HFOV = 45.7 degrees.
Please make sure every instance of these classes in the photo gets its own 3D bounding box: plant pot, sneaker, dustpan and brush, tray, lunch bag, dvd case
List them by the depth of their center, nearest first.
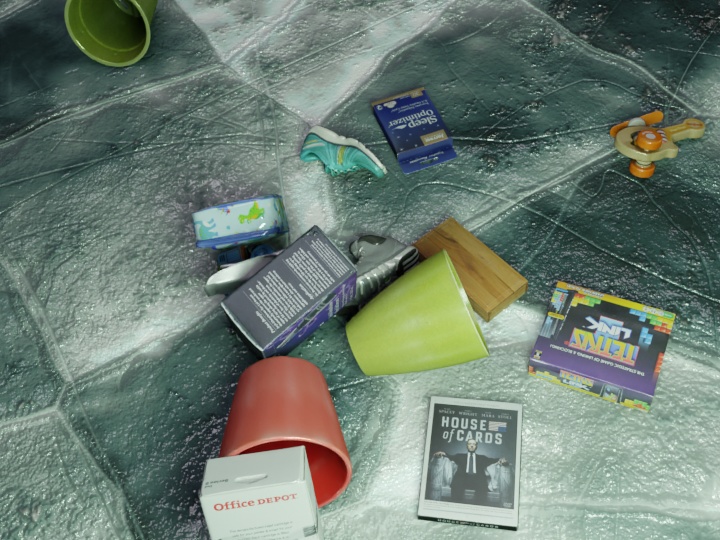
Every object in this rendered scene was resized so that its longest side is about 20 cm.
[{"bbox_3d":[-0.117,0.242,1.293,0.198,0.201,0.178,-8,42,1],"label":"plant pot"},{"bbox_3d":[0.171,0.291,1.310,0.149,0.025,0.201,4,55,9],"label":"dvd case"},{"bbox_3d":[0.084,0.091,1.393,0.199,0.187,0.188,-24,52,8],"label":"plant pot"},{"bbox_3d":[-0.163,-0.007,1.419,0.198,0.140,0.058,-10,82,-8],"label":"dustpan and brush"},{"bbox_3d":[0.193,-0.006,1.522,0.098,0.037,0.200,-35,56,-18],"label":"tray"},{"bbox_3d":[0.000,0.000,1.528,0.199,0.075,0.115,-32,49,-27],"label":"sneaker"},{"bbox_3d":[-0.217,-0.087,1.544,0.159,0.200,0.083,-9,94,2],"label":"lunch bag"},{"bbox_3d":[-0.034,-0.220,1.703,0.199,0.078,0.080,24,79,28],"label":"sneaker"},{"bbox_3d":[-0.559,-0.612,1.997,0.198,0.201,0.191,2,40,9],"label":"plant pot"}]

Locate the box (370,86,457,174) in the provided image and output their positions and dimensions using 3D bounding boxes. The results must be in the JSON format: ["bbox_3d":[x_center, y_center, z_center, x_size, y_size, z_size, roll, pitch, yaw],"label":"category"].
[{"bbox_3d":[0.110,-0.289,1.749,0.120,0.033,0.201,-18,54,-7],"label":"box"}]

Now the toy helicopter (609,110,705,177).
[{"bbox_3d":[0.579,-0.263,1.658,0.198,0.079,0.132,-17,43,-19],"label":"toy helicopter"}]

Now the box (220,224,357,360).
[{"bbox_3d":[-0.110,0.046,1.364,0.200,0.148,0.104,-41,77,-12],"label":"box"}]

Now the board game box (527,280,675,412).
[{"bbox_3d":[0.392,0.120,1.391,0.198,0.057,0.166,16,56,18],"label":"board game box"}]

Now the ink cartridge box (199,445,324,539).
[{"bbox_3d":[-0.128,0.354,1.182,0.145,0.202,0.084,-8,25,0],"label":"ink cartridge box"}]

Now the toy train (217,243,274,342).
[{"bbox_3d":[-0.186,0.043,1.508,0.113,0.087,0.201,-19,55,4],"label":"toy train"}]
